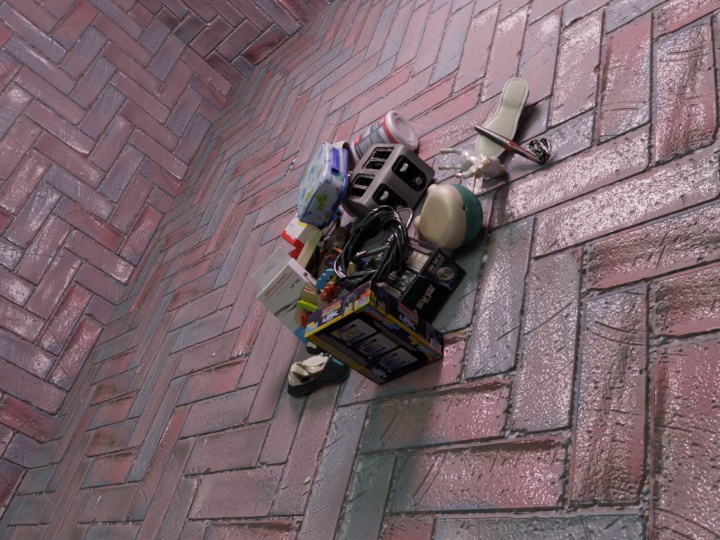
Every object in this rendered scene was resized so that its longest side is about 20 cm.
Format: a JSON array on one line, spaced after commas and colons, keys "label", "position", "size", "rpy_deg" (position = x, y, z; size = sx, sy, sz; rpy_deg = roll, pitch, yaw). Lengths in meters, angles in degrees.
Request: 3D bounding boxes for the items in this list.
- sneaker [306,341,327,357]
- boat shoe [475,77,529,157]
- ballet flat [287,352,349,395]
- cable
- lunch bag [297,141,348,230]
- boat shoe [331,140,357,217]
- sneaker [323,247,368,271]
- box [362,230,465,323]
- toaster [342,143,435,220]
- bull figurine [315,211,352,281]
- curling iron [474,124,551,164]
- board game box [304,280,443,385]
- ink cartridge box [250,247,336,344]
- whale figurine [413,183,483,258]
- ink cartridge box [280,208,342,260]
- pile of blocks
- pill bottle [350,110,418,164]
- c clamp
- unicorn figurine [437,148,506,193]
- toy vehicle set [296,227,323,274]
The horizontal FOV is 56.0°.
[{"label": "sneaker", "position": [-0.062, 0.123, 1.484], "size": [0.200, 0.087, 0.076], "rpy_deg": [-34, 35, 33]}, {"label": "boat shoe", "position": [0.308, -0.314, 1.462], "size": [0.203, 0.072, 0.060], "rpy_deg": [-64, -15, -7]}, {"label": "ballet flat", "position": [-0.109, 0.219, 1.464], "size": [0.199, 0.073, 0.073], "rpy_deg": [-25, 38, 41]}, {"label": "cable", "position": [0.020, -0.029, 1.365], "size": [0.200, 0.051, 0.164], "rpy_deg": [-45, 42, 15]}, {"label": "lunch bag", "position": [-0.089, -0.210, 1.657], "size": [0.161, 0.082, 0.201], "rpy_deg": [-57, 22, 34]}, {"label": "boat shoe", "position": [-0.025, -0.238, 1.756], "size": [0.070, 0.201, 0.071], "rpy_deg": [-14, 4, 46]}, {"label": "sneaker", "position": [0.000, 0.000, 1.548], "size": [0.200, 0.078, 0.076], "rpy_deg": [38, 115, 46]}, {"label": "box", "position": [0.089, 0.022, 1.372], "size": [0.164, 0.086, 0.200], "rpy_deg": [-54, 27, -5]}, {"label": "toaster", "position": [0.058, -0.206, 1.647], "size": [0.181, 0.119, 0.200], "rpy_deg": [-55, 28, -7]}, {"label": "bull figurine", "position": [-0.070, -0.047, 1.678], "size": [0.122, 0.065, 0.201], "rpy_deg": [103, -174, -50]}, {"label": "curling iron", "position": [0.309, -0.263, 1.377], "size": [0.200, 0.025, 0.050], "rpy_deg": [33, 107, 45]}, {"label": "board game box", "position": [0.026, 0.120, 1.236], "size": [0.165, 0.200, 0.057], "rpy_deg": [-29, 38, 36]}, {"label": "ink cartridge box", "position": [-0.158, 0.058, 1.572], "size": [0.116, 0.200, 0.067], "rpy_deg": [-45, 5, 13]}, {"label": "whale figurine", "position": [0.178, -0.100, 1.384], "size": [0.200, 0.103, 0.160], "rpy_deg": [144, 117, -68]}, {"label": "ink cartridge box", "position": [-0.152, -0.116, 1.909], "size": [0.200, 0.067, 0.116], "rpy_deg": [-54, 28, -2]}, {"label": "pile of blocks", "position": [-0.087, 0.051, 1.489], "size": [0.200, 0.082, 0.062], "rpy_deg": [-49, -5, 16]}, {"label": "pill bottle", "position": [0.044, -0.318, 1.794], "size": [0.200, 0.119, 0.120], "rpy_deg": [-33, 33, 31]}, {"label": "c clamp", "position": [0.040, -0.061, 1.424], "size": [0.199, 0.027, 0.172], "rpy_deg": [-10, 48, 51]}, {"label": "unicorn figurine", "position": [0.225, -0.209, 1.355], "size": [0.137, 0.199, 0.074], "rpy_deg": [12, 111, 42]}, {"label": "toy vehicle set", "position": [-0.132, -0.025, 1.707], "size": [0.125, 0.026, 0.200], "rpy_deg": [-63, -2, -12]}]
